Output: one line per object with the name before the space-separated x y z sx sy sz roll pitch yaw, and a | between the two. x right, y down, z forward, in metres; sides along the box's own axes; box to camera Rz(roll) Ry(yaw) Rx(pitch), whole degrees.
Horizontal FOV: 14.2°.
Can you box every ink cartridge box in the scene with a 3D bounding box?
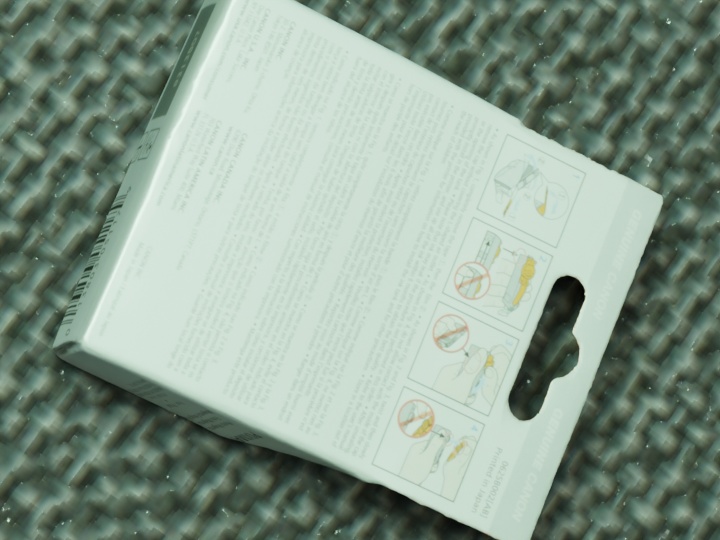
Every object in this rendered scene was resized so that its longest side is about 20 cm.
ink cartridge box | 0.000 0.000 1.148 0.200 0.057 0.163 27 78 -19
